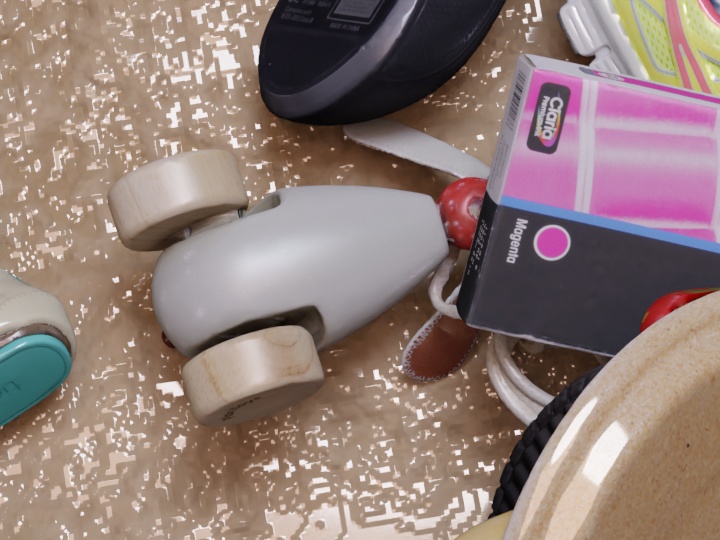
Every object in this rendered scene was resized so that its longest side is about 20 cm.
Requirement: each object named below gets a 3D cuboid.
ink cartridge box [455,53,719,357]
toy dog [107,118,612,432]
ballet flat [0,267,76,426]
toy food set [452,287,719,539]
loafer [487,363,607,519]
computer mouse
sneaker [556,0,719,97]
[{"bbox_3d":[0.141,-0.008,1.004,0.200,0.037,0.095,11,102,-9],"label":"ink cartridge box"},{"bbox_3d":[0.000,0.000,1.060,0.200,0.096,0.132,5,75,-15],"label":"toy dog"},{"bbox_3d":[-0.196,0.064,1.048,0.200,0.069,0.070,-34,81,-9],"label":"ballet flat"},{"bbox_3d":[0.099,0.099,0.930,0.049,0.198,0.200,22,80,41],"label":"toy food set"},{"bbox_3d":[0.078,0.125,1.015,0.071,0.073,0.200,13,111,-18],"label":"loafer"},{"bbox_3d":[0.038,-0.129,1.073,0.053,0.138,0.200,38,82,-33],"label":"computer mouse"},{"bbox_3d":[0.150,-0.054,1.039,0.200,0.090,0.078,58,39,-3],"label":"sneaker"}]
